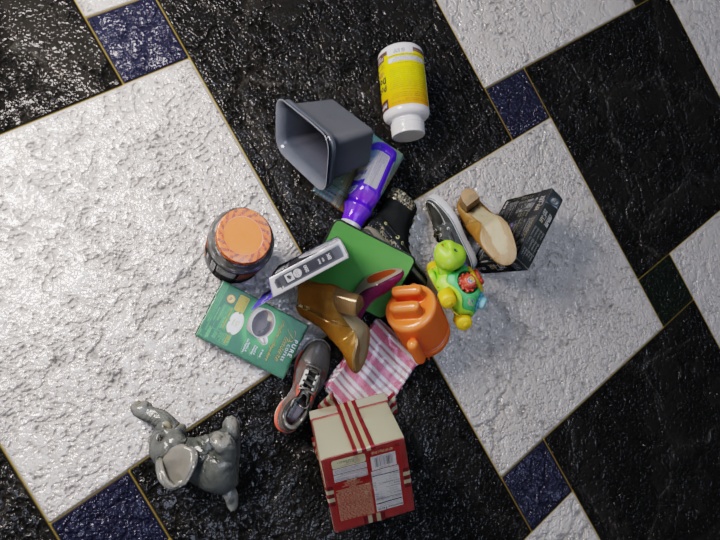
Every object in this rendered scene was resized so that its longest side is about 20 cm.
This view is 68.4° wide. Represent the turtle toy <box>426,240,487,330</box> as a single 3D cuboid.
[{"bbox_3d":[0.208,0.022,1.148,0.100,0.147,0.201,-31,123,12],"label":"turtle toy"}]

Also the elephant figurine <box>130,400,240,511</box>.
[{"bbox_3d":[-0.323,0.336,0.972,0.196,0.156,0.143,0,125,-9],"label":"elephant figurine"}]

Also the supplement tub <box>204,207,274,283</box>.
[{"bbox_3d":[-0.231,-0.046,1.005,0.120,0.200,0.125,3,81,-19],"label":"supplement tub"}]

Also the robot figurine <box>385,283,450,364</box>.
[{"bbox_3d":[0.126,0.108,1.131,0.116,0.144,0.201,-35,136,-2],"label":"robot figurine"}]

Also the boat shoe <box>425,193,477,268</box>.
[{"bbox_3d":[0.203,-0.082,1.236,0.056,0.068,0.202,-33,96,-20],"label":"boat shoe"}]

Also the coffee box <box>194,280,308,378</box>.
[{"bbox_3d":[-0.217,0.121,1.069,0.198,0.044,0.124,28,75,-13],"label":"coffee box"}]

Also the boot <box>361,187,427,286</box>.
[{"bbox_3d":[0.102,-0.071,1.195,0.203,0.073,0.155,42,60,-21],"label":"boot"}]

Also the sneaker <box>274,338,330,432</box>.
[{"bbox_3d":[-0.105,0.235,1.072,0.076,0.082,0.203,25,75,-14],"label":"sneaker"}]

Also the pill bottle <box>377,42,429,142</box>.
[{"bbox_3d":[0.101,-0.407,1.222,0.107,0.109,0.204,-3,83,-20],"label":"pill bottle"}]

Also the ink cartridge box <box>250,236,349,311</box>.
[{"bbox_3d":[-0.119,-0.002,1.011,0.198,0.198,0.044,-29,97,-1],"label":"ink cartridge box"}]

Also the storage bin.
[{"bbox_3d":[-0.072,-0.271,1.114,0.133,0.147,0.200,-22,50,-30],"label":"storage bin"}]

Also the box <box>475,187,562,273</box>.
[{"bbox_3d":[0.365,-0.090,1.242,0.043,0.160,0.202,38,71,-19],"label":"box"}]

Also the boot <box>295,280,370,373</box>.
[{"bbox_3d":[-0.059,0.110,1.076,0.071,0.142,0.204,-47,142,-47],"label":"boot"}]

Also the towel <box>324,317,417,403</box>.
[{"bbox_3d":[0.030,0.223,1.150,0.146,0.030,0.201,44,71,-10],"label":"towel"}]

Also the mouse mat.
[{"bbox_3d":[0.000,0.000,1.132,0.198,0.008,0.163,26,106,-10],"label":"mouse mat"}]

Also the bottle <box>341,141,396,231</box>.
[{"bbox_3d":[0.012,-0.178,1.153,0.065,0.083,0.203,28,77,-21],"label":"bottle"}]

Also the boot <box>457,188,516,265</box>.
[{"bbox_3d":[0.286,-0.086,1.205,0.070,0.144,0.203,-30,72,3],"label":"boot"}]

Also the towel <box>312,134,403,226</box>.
[{"bbox_3d":[-0.004,-0.221,1.207,0.146,0.022,0.202,32,75,-11],"label":"towel"}]

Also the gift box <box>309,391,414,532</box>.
[{"bbox_3d":[0.003,0.342,1.020,0.181,0.187,0.204,-7,106,-10],"label":"gift box"}]

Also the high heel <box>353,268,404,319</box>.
[{"bbox_3d":[0.017,0.073,1.120,0.198,0.068,0.097,-27,109,11],"label":"high heel"}]
